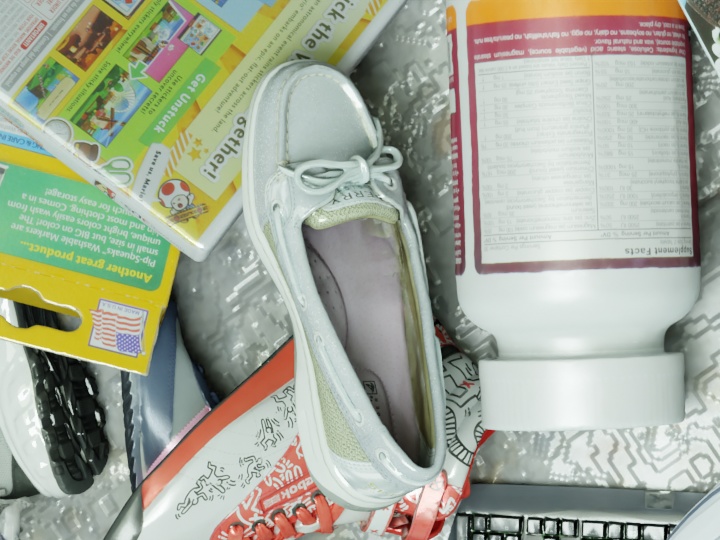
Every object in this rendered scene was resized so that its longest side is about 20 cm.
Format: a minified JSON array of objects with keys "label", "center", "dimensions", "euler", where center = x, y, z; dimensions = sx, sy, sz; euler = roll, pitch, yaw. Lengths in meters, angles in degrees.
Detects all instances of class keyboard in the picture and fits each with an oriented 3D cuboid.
[{"label":"keyboard","center":[0.134,0.164,1.306],"dimensions":[0.199,0.021,0.128],"euler":[1,90,17]}]

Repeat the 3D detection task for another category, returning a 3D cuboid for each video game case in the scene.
[{"label":"video game case","center":[-0.086,-0.133,1.308],"dimensions":[0.182,0.023,0.200],"euler":[37,71,3]}]

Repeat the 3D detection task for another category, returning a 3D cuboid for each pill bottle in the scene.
[{"label":"pill bottle","center":[0.095,-0.032,1.271],"dimensions":[0.109,0.110,0.201],"euler":[-2,90,16]}]

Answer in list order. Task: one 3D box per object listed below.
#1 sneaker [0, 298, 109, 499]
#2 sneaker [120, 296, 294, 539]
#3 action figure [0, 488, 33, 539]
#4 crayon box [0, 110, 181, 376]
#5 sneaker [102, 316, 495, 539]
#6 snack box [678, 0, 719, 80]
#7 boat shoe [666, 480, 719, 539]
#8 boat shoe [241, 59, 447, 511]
[{"label":"sneaker","center":[-0.183,0.014,1.373],"dimensions":[0.079,0.074,0.201],"euler":[-13,85,24]},{"label":"sneaker","center":[-0.067,0.101,1.351],"dimensions":[0.082,0.070,0.201],"euler":[-9,85,-7]},{"label":"action figure","center":[-0.186,0.159,1.349],"dimensions":[0.119,0.200,0.102],"euler":[-47,38,35]},{"label":"crayon box","center":[-0.136,-0.053,1.315],"dimensions":[0.125,0.052,0.201],"euler":[15,70,-5]},{"label":"sneaker","center":[-0.021,0.097,1.289],"dimensions":[0.108,0.067,0.201],"euler":[42,65,7]},{"label":"snack box","center":[0.184,-0.079,1.226],"dimensions":[0.037,0.116,0.200],"euler":[-31,72,18]},{"label":"boat shoe","center":[0.215,0.076,1.264],"dimensions":[0.200,0.074,0.067],"euler":[-31,42,5]},{"label":"boat shoe","center":[-0.001,0.001,1.250],"dimensions":[0.065,0.074,0.203],"euler":[-30,65,58]}]
